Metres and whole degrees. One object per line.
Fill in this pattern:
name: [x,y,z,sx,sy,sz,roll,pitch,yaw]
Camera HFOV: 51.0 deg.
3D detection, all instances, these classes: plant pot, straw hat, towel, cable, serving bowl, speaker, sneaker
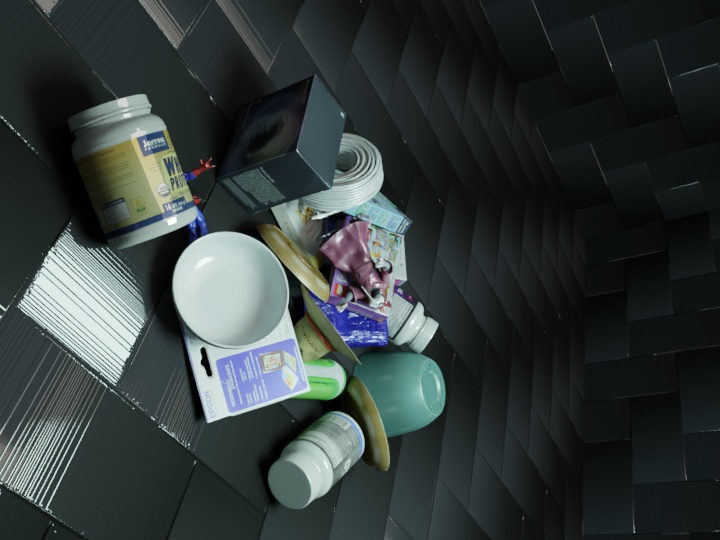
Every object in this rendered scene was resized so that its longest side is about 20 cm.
plant pot: [0.004,0.316,1.544,0.027,0.200,0.203,-17,95,-17]
straw hat: [-0.087,0.123,1.399,0.202,0.085,0.201,54,-4,6]
plant pot: [0.097,0.275,1.720,0.200,0.159,0.203,32,52,-51]
towel: [-0.034,0.088,1.580,0.198,0.049,0.150,1,76,-26]
plant pot: [-0.124,-0.021,1.462,0.200,0.027,0.200,48,2,-3]
cable: [-0.053,-0.204,1.544,0.070,0.198,0.201,87,-17,-47]
serving bowl: [-0.223,0.039,1.268,0.198,0.066,0.203,9,68,-23]
speaker: [-0.110,0.207,1.460,0.199,0.088,0.090,18,63,-57]
sneaker: [-0.167,-0.004,1.452,0.199,0.079,0.132,-16,94,-62]

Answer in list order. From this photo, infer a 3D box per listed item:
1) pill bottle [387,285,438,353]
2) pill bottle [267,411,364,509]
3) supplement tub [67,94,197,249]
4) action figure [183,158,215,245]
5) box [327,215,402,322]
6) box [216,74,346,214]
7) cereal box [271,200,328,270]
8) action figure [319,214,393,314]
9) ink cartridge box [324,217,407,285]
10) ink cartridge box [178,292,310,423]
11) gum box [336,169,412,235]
pill bottle: [0.073,0.097,1.705,0.199,0.112,0.112,35,37,0]
pill bottle: [-0.082,0.356,1.421,0.200,0.113,0.115,-29,104,-59]
supplement tub: [-0.343,-0.148,1.133,0.144,0.143,0.202,-38,112,-58]
action figure: [-0.275,-0.108,1.290,0.202,0.098,0.065,63,32,-19]
box: [0.008,-0.005,1.596,0.135,0.039,0.202,21,59,-16]
box: [-0.149,-0.242,1.454,0.123,0.196,0.202,46,41,-42]
cereal box: [-0.121,-0.111,1.610,0.202,0.039,0.144,65,30,-21]
action figure: [0.000,0.000,1.528,0.201,0.133,0.149,59,14,-3]
ink cartridge box: [0.005,-0.041,1.661,0.198,0.042,0.121,12,61,-25]
ink cartridge box: [-0.205,0.141,1.311,0.198,0.043,0.201,-13,83,-30]
gum box: [-0.004,-0.160,1.674,0.199,0.045,0.170,17,21,-44]
